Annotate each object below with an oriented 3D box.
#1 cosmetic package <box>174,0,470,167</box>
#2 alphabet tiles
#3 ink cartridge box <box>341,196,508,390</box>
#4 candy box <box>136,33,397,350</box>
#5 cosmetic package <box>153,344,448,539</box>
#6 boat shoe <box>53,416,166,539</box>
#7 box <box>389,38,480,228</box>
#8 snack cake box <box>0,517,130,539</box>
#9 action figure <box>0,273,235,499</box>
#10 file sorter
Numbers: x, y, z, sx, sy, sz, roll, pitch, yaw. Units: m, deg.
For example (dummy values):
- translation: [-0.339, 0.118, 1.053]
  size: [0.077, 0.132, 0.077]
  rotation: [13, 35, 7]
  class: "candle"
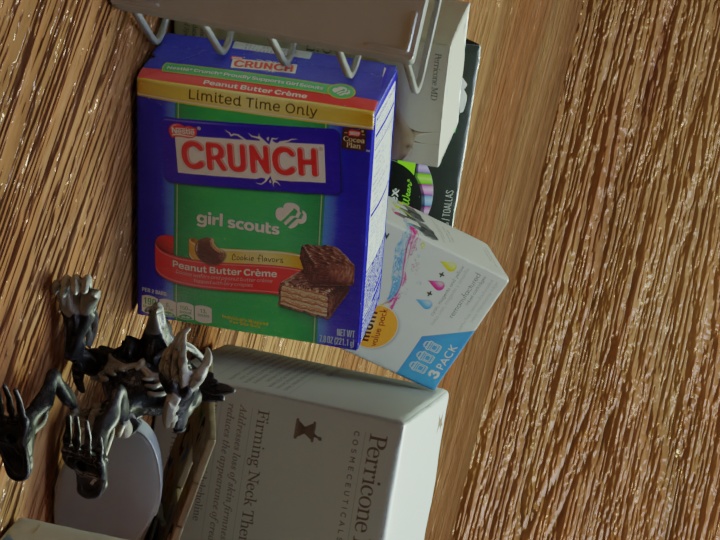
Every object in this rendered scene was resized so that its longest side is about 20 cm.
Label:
- translation: [-0.029, -0.149, 1.650]
  size: [0.073, 0.200, 0.104]
  rotation: [-64, 161, -56]
  class: "cosmetic package"
- translation: [-0.138, 0.176, 1.629]
  size: [0.167, 0.008, 0.200]
  rotation: [-105, -145, -72]
  class: "alphabet tiles"
- translation: [0.000, 0.000, 1.829]
  size: [0.115, 0.200, 0.068]
  rotation: [-57, -155, 17]
  class: "ink cartridge box"
- translation: [-0.068, -0.055, 1.628]
  size: [0.077, 0.169, 0.200]
  rotation: [-69, 165, -56]
  class: "candy box"
- translation: [-0.052, 0.166, 1.838]
  size: [0.166, 0.200, 0.168]
  rotation: [-22, 122, -75]
  class: "cosmetic package"
- translation: [-0.169, 0.168, 1.591]
  size: [0.068, 0.073, 0.200]
  rotation: [-75, 173, -55]
  class: "boat shoe"
- translation: [0.001, -0.107, 1.904]
  size: [0.124, 0.148, 0.200]
  rotation: [-134, -131, -68]
  class: "box"
- translation: [-0.184, 0.270, 1.493]
  size: [0.067, 0.115, 0.200]
  rotation: [-53, 152, -66]
  class: "snack cake box"
- translation: [-0.151, 0.064, 1.472]
  size: [0.200, 0.119, 0.102]
  rotation: [-48, 152, -60]
  class: "action figure"
- translation: [-0.042, -0.206, 1.533]
  size: [0.125, 0.200, 0.139]
  rotation: [59, 43, -77]
  class: "file sorter"
